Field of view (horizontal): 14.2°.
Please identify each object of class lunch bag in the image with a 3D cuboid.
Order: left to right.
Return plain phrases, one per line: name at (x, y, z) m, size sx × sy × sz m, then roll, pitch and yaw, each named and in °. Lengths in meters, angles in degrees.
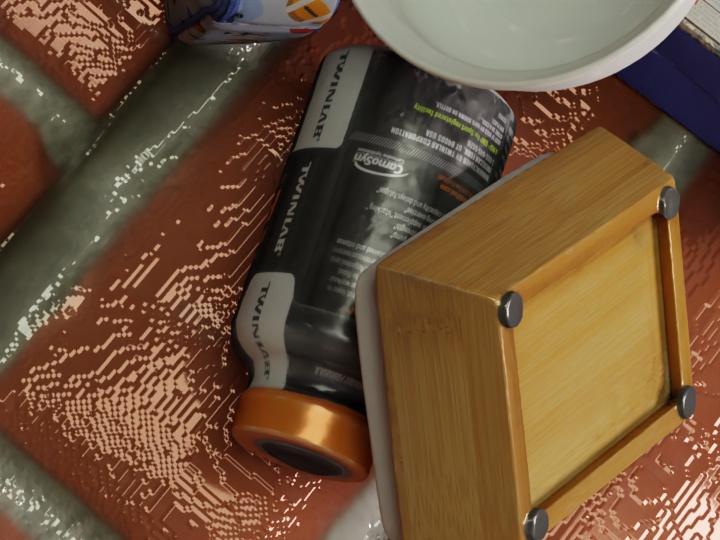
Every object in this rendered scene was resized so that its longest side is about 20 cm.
lunch bag at (-0.054, -0.192, 1.392) m, size 0.075 × 0.200 × 0.161 m, roll -1°, pitch 92°, yaw -14°

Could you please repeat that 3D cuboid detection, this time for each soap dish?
soap dish at (0.085, 0.038, 1.379) m, size 0.200 × 0.081 × 0.158 m, roll -32°, pitch 122°, yaw -48°

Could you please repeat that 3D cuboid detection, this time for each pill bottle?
pill bottle at (0.000, 0.000, 1.413) m, size 0.106 × 0.106 × 0.201 m, roll 22°, pitch 74°, yaw -11°

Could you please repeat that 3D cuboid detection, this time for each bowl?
bowl at (0.092, -0.166, 1.391) m, size 0.200 × 0.090 × 0.202 m, roll -7°, pitch 69°, yaw 18°

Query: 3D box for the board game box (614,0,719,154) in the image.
board game box at (0.212, -0.181, 1.517) m, size 0.159 × 0.097 × 0.200 m, roll 37°, pitch 71°, yaw -6°
